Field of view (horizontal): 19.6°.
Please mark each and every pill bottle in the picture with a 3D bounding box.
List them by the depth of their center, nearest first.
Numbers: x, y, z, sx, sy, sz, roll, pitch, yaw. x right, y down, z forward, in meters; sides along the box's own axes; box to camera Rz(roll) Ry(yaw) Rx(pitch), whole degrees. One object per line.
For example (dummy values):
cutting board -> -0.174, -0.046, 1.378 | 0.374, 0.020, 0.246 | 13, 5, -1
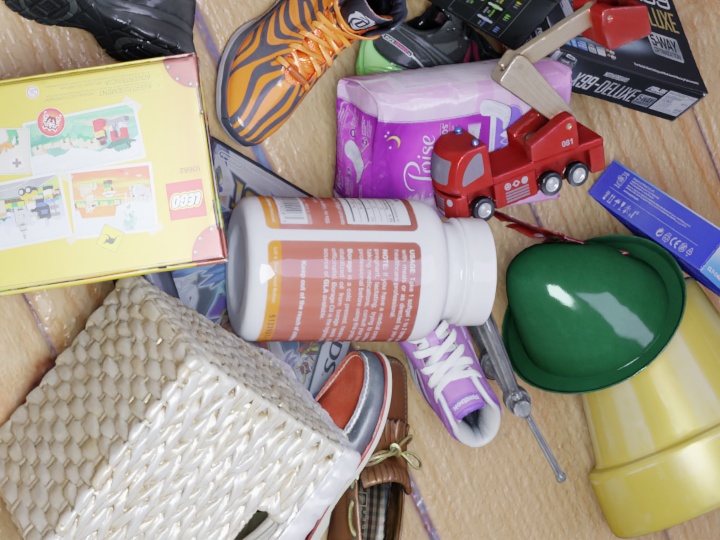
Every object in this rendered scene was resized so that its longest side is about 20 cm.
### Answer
pill bottle -> 0.000, 0.000, 1.625 | 0.198, 0.112, 0.114 | 1, 88, -14

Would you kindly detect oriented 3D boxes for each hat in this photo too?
hat -> 0.158, -0.008, 1.783 | 0.176, 0.198, 0.167 | 53, 37, -44

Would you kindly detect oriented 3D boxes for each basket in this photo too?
basket -> -0.140, 0.134, 1.493 | 0.160, 0.200, 0.199 | 37, 93, -28

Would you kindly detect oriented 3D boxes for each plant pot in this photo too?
plant pot -> 0.283, 0.117, 1.897 | 0.200, 0.200, 0.190 | -22, 87, -38

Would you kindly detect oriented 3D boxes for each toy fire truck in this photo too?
toy fire truck -> 0.143, -0.133, 1.685 | 0.198, 0.049, 0.142 | -20, 119, -19

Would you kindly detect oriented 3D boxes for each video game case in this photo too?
video game case -> -0.081, 0.016, 1.687 | 0.199, 0.025, 0.182 | 30, 70, -36

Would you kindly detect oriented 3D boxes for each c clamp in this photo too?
c clamp -> 0.112, 0.074, 1.760 | 0.027, 0.200, 0.172 | -25, 107, 1

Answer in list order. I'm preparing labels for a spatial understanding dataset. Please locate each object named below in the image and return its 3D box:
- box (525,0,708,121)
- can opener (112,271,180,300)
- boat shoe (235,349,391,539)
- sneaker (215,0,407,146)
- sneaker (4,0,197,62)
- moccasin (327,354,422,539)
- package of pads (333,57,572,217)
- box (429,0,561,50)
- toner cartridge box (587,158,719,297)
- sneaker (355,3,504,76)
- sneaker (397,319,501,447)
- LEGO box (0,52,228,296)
box -> 0.210, -0.229, 1.881 | 0.199, 0.050, 0.159 | 11, 53, -39
can opener -> -0.178, -0.035, 1.569 | 0.078, 0.063, 0.202 | -26, 96, -37
boat shoe -> -0.041, 0.150, 1.668 | 0.062, 0.071, 0.201 | 27, 93, -33
sneaker -> -0.036, -0.188, 1.674 | 0.078, 0.112, 0.201 | 43, 63, -30
sneaker -> -0.203, -0.224, 1.571 | 0.199, 0.075, 0.092 | 27, 62, -44
moccasin -> 0.013, 0.171, 1.728 | 0.073, 0.077, 0.203 | 19, 77, -38
package of pads -> 0.078, -0.110, 1.736 | 0.198, 0.076, 0.122 | -9, 115, -25
box -> 0.093, -0.308, 1.732 | 0.199, 0.124, 0.149 | 29, 69, -6
toner cartridge box -> 0.294, -0.029, 1.893 | 0.095, 0.200, 0.043 | 36, 94, -33
sneaker -> 0.085, -0.189, 1.800 | 0.199, 0.076, 0.085 | 3, 91, -41
sneaker -> 0.067, 0.062, 1.725 | 0.072, 0.114, 0.201 | -31, 125, 0
LEGO box -> -0.202, -0.067, 1.488 | 0.198, 0.077, 0.151 | -8, 95, -3
